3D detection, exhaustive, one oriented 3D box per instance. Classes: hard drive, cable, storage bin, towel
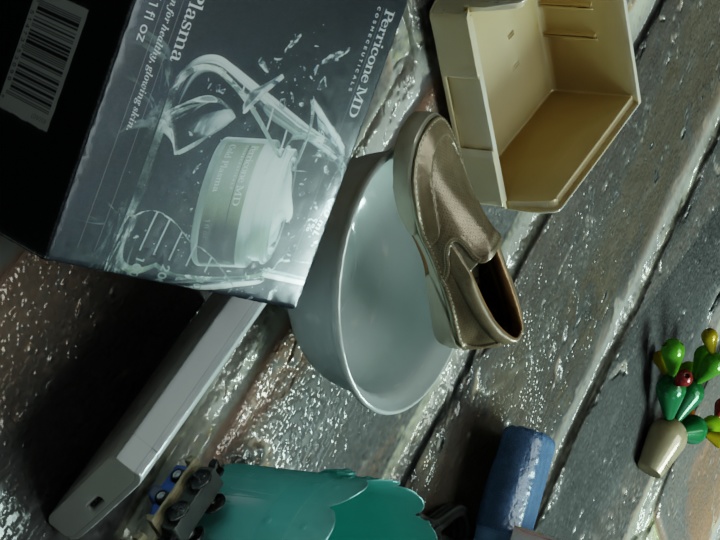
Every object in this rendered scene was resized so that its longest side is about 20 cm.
[{"bbox_3d":[-0.115,0.070,1.079,0.027,0.132,0.201,38,54,-7],"label":"hard drive"},{"bbox_3d":[0.043,0.227,1.466,0.200,0.050,0.098,-30,116,-67],"label":"cable"},{"bbox_3d":[0.152,-0.185,1.477,0.199,0.093,0.202,-50,137,-42],"label":"storage bin"},{"bbox_3d":[0.128,0.242,1.566,0.112,0.048,0.202,49,57,-73],"label":"towel"}]

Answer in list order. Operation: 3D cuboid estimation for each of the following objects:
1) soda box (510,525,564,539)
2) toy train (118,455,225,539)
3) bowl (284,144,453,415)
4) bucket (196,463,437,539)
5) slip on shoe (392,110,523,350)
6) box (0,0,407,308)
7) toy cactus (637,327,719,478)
[{"bbox_3d":[0.169,0.277,1.533,0.200,0.063,0.069,49,57,-71],"label":"soda box"},{"bbox_3d":[-0.151,0.200,1.114,0.201,0.045,0.034,-54,132,-33],"label":"toy train"},{"bbox_3d":[0.000,0.000,1.272,0.200,0.089,0.204,-22,116,-56],"label":"bowl"},{"bbox_3d":[-0.047,0.235,1.207,0.206,0.134,0.210,-22,116,-54],"label":"bucket"},{"bbox_3d":[0.074,-0.026,1.244,0.076,0.060,0.202,-46,135,-43],"label":"slip on shoe"},{"bbox_3d":[-0.105,-0.102,0.972,0.196,0.123,0.202,12,101,-49],"label":"box"},{"bbox_3d":[0.374,0.163,1.948,0.166,0.101,0.200,-58,152,-17],"label":"toy cactus"}]
